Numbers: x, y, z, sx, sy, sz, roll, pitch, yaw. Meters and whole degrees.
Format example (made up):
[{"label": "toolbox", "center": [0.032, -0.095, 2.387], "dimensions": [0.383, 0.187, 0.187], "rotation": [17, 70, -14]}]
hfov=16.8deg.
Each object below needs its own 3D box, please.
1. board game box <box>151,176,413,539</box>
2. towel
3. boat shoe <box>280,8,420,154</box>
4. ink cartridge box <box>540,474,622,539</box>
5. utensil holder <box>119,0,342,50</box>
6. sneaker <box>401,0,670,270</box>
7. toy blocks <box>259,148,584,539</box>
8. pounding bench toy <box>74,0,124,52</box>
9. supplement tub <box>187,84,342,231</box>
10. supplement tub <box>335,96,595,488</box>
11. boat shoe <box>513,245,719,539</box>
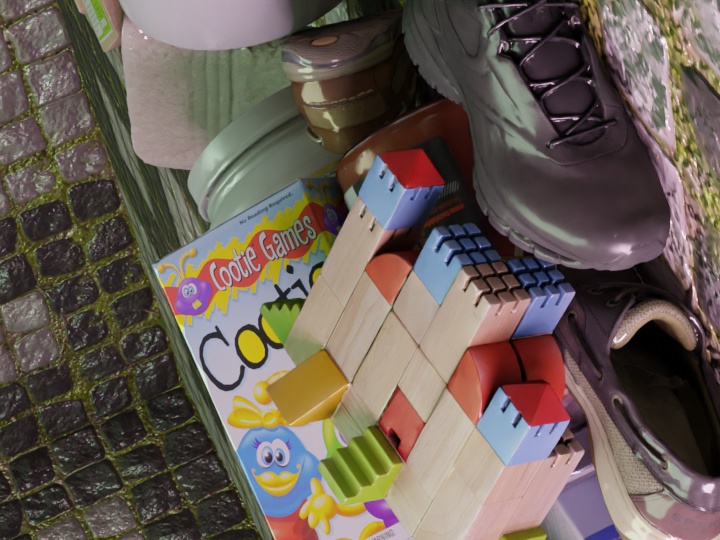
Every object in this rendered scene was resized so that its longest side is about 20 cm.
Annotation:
[{"label": "board game box", "center": [-0.008, 0.061, 1.294], "dimensions": [0.105, 0.103, 0.201], "rotation": [-8, -109, -64]}, {"label": "towel", "center": [-0.080, -0.109, 1.522], "dimensions": [0.200, 0.131, 0.035], "rotation": [99, 176, -70]}, {"label": "boat shoe", "center": [-0.002, -0.101, 1.349], "dimensions": [0.200, 0.075, 0.072], "rotation": [-45, -58, -75]}, {"label": "ink cartridge box", "center": [0.126, 0.152, 1.303], "dimensions": [0.200, 0.042, 0.120], "rotation": [-120, 11, -52]}, {"label": "utensil holder", "center": [-0.086, -0.245, 1.335], "dimensions": [0.170, 0.169, 0.201], "rotation": [-123, 11, -46]}, {"label": "sneaker", "center": [0.076, -0.086, 1.095], "dimensions": [0.201, 0.076, 0.091], "rotation": [57, 157, 30]}, {"label": "toy blocks", "center": [0.043, 0.037, 1.125], "dimensions": [0.200, 0.099, 0.137], "rotation": [54, 134, 32]}, {"label": "pounding bench toy", "center": [-0.119, -0.231, 1.584], "dimensions": [0.200, 0.155, 0.125], "rotation": [-178, 65, -80]}, {"label": "supplement tub", "center": [0.000, 0.000, 1.431], "dimensions": [0.201, 0.145, 0.146], "rotation": [57, 168, 16]}, {"label": "supplement tub", "center": [0.071, 0.015, 1.243], "dimensions": [0.107, 0.106, 0.201], "rotation": [111, 136, -77]}, {"label": "boat shoe", "center": [0.128, 0.038, 1.118], "dimensions": [0.066, 0.071, 0.202], "rotation": [118, 146, -43]}]
